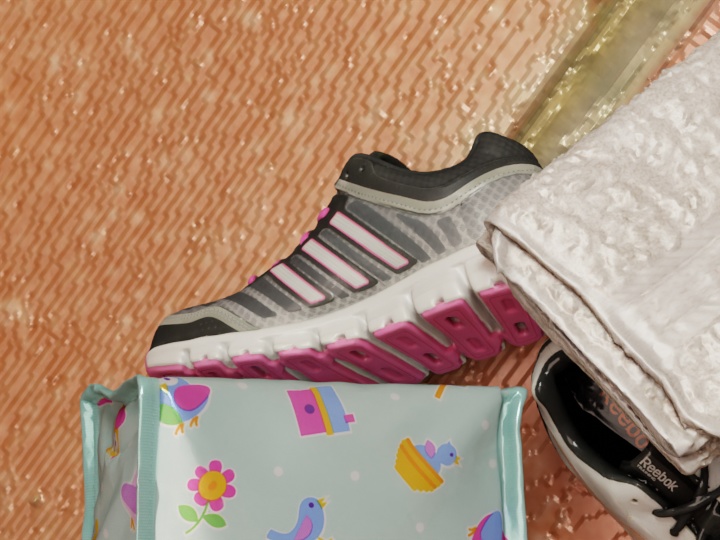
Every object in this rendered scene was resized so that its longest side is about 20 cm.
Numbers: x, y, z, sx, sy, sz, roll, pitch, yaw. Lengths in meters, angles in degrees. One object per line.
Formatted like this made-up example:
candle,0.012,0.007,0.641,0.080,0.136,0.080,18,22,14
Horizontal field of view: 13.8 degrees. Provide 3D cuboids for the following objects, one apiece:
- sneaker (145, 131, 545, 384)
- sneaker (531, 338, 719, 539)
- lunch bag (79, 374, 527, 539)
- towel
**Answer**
sneaker,0.000,0.000,1.219,0.199,0.074,0.088,-19,59,27
sneaker,0.136,0.099,1.167,0.200,0.080,0.074,44,97,13
lunch bag,-0.024,0.144,1.160,0.169,0.122,0.201,2,85,-19
towel,0.153,-0.025,1.147,0.200,0.035,0.133,-39,76,-21
